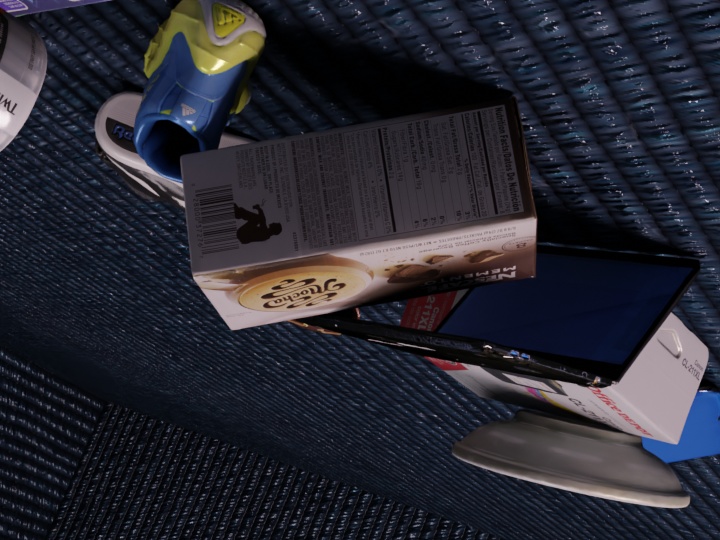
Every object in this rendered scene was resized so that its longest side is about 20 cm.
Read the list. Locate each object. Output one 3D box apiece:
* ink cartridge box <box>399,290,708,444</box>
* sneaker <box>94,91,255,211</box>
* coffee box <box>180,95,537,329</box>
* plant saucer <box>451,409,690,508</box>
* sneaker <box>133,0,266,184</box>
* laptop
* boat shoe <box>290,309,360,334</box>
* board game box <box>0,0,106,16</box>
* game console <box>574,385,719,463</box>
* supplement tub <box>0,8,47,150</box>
[{"bbox_3d":[0.153,0.059,1.133,0.199,0.083,0.146,11,162,42],"label":"ink cartridge box"},{"bbox_3d":[-0.116,-0.069,1.123,0.199,0.073,0.112,32,169,-4],"label":"sneaker"},{"bbox_3d":[0.003,-0.031,0.852,0.198,0.080,0.113,-10,161,3],"label":"coffee box"},{"bbox_3d":[0.177,0.150,1.178,0.199,0.051,0.200,12,178,0],"label":"plant saucer"},{"bbox_3d":[-0.116,-0.102,0.901,0.075,0.106,0.200,25,166,-5],"label":"sneaker"},{"bbox_3d":[0.090,0.013,0.930,0.199,0.104,0.177,18,172,-42],"label":"laptop"},{"bbox_3d":[-0.062,0.012,1.331,0.070,0.071,0.200,23,177,30],"label":"boat shoe"},{"bbox_3d":[-0.202,-0.201,0.812,0.135,0.035,0.199,32,164,-37],"label":"board game box"},{"bbox_3d":[0.249,0.115,1.335,0.171,0.118,0.200,51,-179,31],"label":"game console"},{"bbox_3d":[-0.322,-0.164,0.960,0.122,0.123,0.200,10,162,42],"label":"supplement tub"}]
